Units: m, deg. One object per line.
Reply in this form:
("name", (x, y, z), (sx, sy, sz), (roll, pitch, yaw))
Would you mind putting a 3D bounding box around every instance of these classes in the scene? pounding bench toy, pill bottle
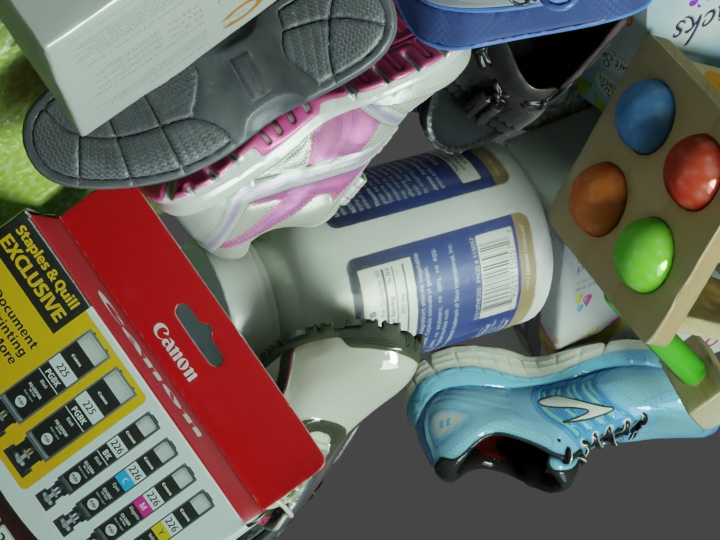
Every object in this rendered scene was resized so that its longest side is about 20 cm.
("pounding bench toy", (0.188, -0.006, 1.580), (0.155, 0.124, 0.201), (10, 119, -35))
("pill bottle", (0.000, 0.000, 1.606), (0.199, 0.111, 0.111), (-16, 138, -24))

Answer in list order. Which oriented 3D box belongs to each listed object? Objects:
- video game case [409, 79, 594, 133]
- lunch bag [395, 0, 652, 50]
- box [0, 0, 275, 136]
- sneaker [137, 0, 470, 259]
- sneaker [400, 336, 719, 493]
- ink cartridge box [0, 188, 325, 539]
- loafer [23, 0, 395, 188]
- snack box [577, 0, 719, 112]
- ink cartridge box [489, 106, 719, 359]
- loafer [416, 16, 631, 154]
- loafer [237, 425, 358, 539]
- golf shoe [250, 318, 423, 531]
("video game case", (0.104, -0.145, 1.627), (0.199, 0.018, 0.144), (6, 125, -45))
("lunch bag", (0.071, -0.197, 1.375), (0.135, 0.201, 0.133), (-10, 135, -5))
("box", (-0.112, -0.151, 1.287), (0.124, 0.098, 0.200), (-35, 174, -6))
("sneaker", (-0.026, -0.078, 1.529), (0.199, 0.082, 0.088), (-29, 139, -3))
("sneaker", (0.126, 0.099, 1.706), (0.198, 0.090, 0.079), (-3, 144, -10))
("ink cartridge box", (-0.144, 0.073, 1.465), (0.175, 0.200, 0.084), (-36, 177, 4))
("loafer", (-0.076, -0.096, 1.447), (0.199, 0.072, 0.063), (-23, -172, -2))
("snack box", (0.209, -0.195, 1.601), (0.168, 0.068, 0.201), (-24, 135, -25))
("ink cartridge box", (0.162, -0.013, 1.745), (0.145, 0.088, 0.201), (-22, 148, -16))
("loafer", (0.096, -0.128, 1.530), (0.072, 0.063, 0.200), (33, 124, -18))
("loafer", (-0.038, 0.107, 1.718), (0.200, 0.072, 0.063), (-52, 154, 18))
("golf shoe", (-0.040, 0.094, 1.538), (0.199, 0.089, 0.077), (-31, 145, 30))
